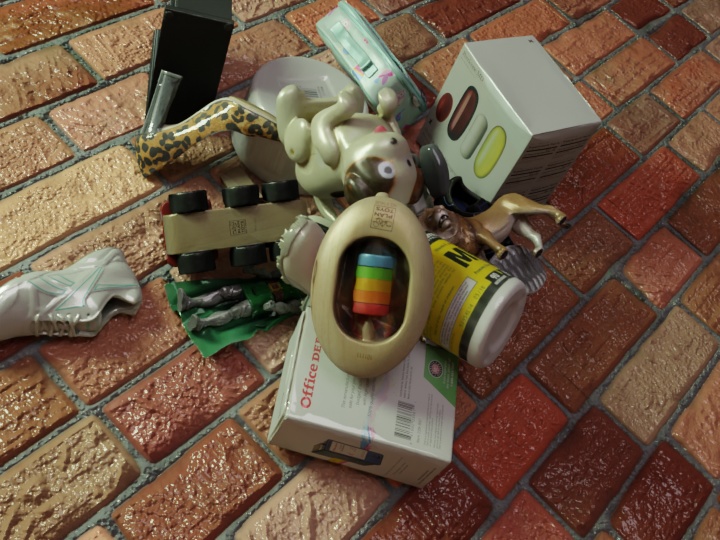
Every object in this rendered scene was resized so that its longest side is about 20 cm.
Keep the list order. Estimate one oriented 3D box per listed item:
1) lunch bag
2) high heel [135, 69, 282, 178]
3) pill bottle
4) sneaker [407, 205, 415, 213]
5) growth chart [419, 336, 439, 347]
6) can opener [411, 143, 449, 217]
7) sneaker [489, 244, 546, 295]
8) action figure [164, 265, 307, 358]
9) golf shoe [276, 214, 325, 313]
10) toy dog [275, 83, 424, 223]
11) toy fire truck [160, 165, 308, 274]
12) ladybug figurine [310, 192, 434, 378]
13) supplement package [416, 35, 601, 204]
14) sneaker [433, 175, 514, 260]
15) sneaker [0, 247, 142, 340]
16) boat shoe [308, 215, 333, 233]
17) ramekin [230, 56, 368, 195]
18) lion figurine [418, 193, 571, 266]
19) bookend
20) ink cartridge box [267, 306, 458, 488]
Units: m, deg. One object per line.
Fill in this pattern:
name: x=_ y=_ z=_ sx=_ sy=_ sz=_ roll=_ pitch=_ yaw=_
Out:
lunch bag: x=0.019 y=-0.313 z=1.351 sx=0.077 sy=0.160 sz=0.201 roll=-38 pitch=64 yaw=5
high heel: x=-0.197 y=-0.165 z=1.170 sx=0.197 sy=0.144 sz=0.071 roll=21 pitch=9 yaw=-2
pill bottle: x=0.088 y=0.021 z=1.047 sx=0.198 sy=0.115 sz=0.114 roll=30 pitch=46 yaw=24
sneaker: x=0.071 y=-0.070 z=1.255 sx=0.088 sy=0.075 sz=0.201 roll=38 pitch=53 yaw=-8
growth chart: x=0.044 y=0.106 z=1.129 sx=0.142 sy=0.018 sz=0.202 roll=5 pitch=53 yaw=-21
can opener: x=0.103 y=-0.069 z=1.203 sx=0.052 sy=0.066 sz=0.203 roll=-31 pitch=107 yaw=-48
sneaker: x=0.175 y=0.029 z=1.193 sx=0.199 sy=0.082 sz=0.075 roll=-28 pitch=79 yaw=-37
action figure: x=-0.129 y=0.033 z=1.091 sx=0.198 sy=0.055 sz=0.119 roll=-13 pitch=57 yaw=-36
golf shoe: x=-0.033 y=0.015 z=1.040 sx=0.096 sy=0.201 sz=0.079 roll=23 pitch=63 yaw=30
toy dog: x=-0.011 y=-0.138 z=1.103 sx=0.138 sy=0.197 sz=0.199 roll=1 pitch=20 yaw=-37
toy fire truck: x=-0.171 y=-0.073 z=1.124 sx=0.173 sy=0.200 sz=0.131 roll=-9 pitch=95 yaw=-17
ladybug figurine: x=0.014 y=0.016 z=0.970 sx=0.134 sy=0.072 sz=0.203 roll=11 pitch=89 yaw=2
supplement package: x=0.218 y=-0.211 z=1.331 sx=0.145 sy=0.201 sz=0.193 roll=-14 pitch=60 yaw=-32
sneaker: x=0.182 y=-0.050 z=1.270 sx=0.200 sy=0.078 sz=0.070 roll=44 pitch=49 yaw=14
sneaker: x=-0.335 y=0.040 z=0.983 sx=0.199 sy=0.071 sz=0.081 roll=-26 pitch=70 yaw=-37
boat shoe: x=0.000 y=0.000 z=1.160 sx=0.198 sy=0.072 sz=0.068 roll=24 pitch=54 yaw=5
ramekin: x=-0.083 y=-0.217 z=1.274 sx=0.197 sy=0.098 sz=0.203 roll=12 pitch=50 yaw=-14
lion figurine: x=0.177 y=-0.060 z=1.169 sx=0.198 sy=0.073 sz=0.122 roll=-21 pitch=49 yaw=-32
bookend: x=-0.240 y=-0.339 z=1.233 sx=0.091 sy=0.201 sz=0.201 roll=8 pitch=52 yaw=-17
ink cartridge box: x=0.005 y=0.147 z=1.016 sx=0.197 sy=0.088 sz=0.147 roll=18 pitch=53 yaw=-12
